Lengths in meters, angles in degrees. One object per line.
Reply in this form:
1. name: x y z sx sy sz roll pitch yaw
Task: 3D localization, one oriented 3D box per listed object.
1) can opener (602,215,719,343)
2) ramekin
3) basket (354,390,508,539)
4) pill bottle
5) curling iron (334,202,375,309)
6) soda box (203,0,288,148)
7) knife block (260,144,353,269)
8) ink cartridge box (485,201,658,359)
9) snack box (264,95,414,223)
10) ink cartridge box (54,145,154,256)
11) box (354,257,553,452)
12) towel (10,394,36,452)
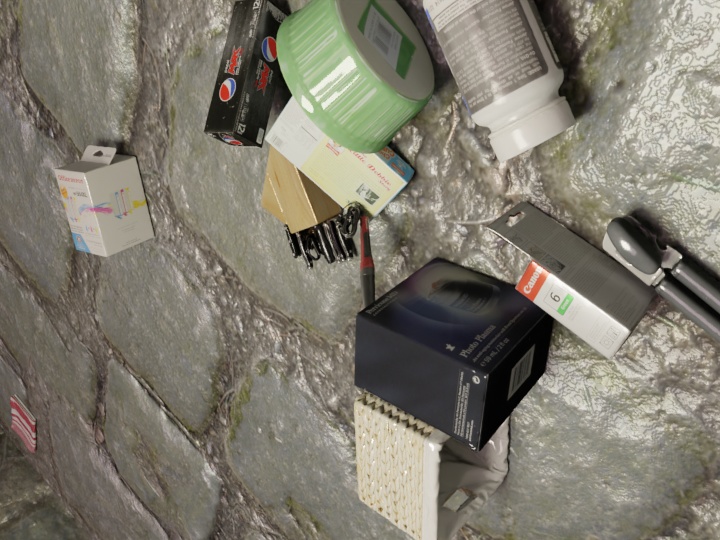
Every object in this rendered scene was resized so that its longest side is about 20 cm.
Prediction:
1. can opener: 0.352 0.017 0.752 0.199 0.066 0.053 41 131 12
2. ramekin: 0.002 -0.257 0.832 0.097 0.199 0.203 -30 91 38
3. basket: 0.107 0.254 0.997 0.159 0.197 0.205 18 123 38
4. pill bottle: 0.158 -0.235 0.757 0.113 0.113 0.204 -20 97 45
5. curling iron: 0.000 0.000 0.959 0.048 0.026 0.205 -12 72 4
6. soda box: -0.163 -0.286 0.986 0.070 0.063 0.205 9 84 37
7. knife block: -0.072 -0.107 1.063 0.174 0.064 0.203 35 130 23
8. ink cartridge box: 0.243 0.005 0.806 0.199 0.108 0.051 38 132 21
9. snack box: -0.031 -0.166 0.970 0.199 0.037 0.116 41 136 -9
10. ink cartridge box: -0.535 -0.152 1.409 0.126 0.124 0.205 10 118 37
11. box: 0.123 0.098 0.895 0.195 0.199 0.126 21 125 32
12. towel: -1.224 0.558 2.458 0.143 0.023 0.202 40 132 19
